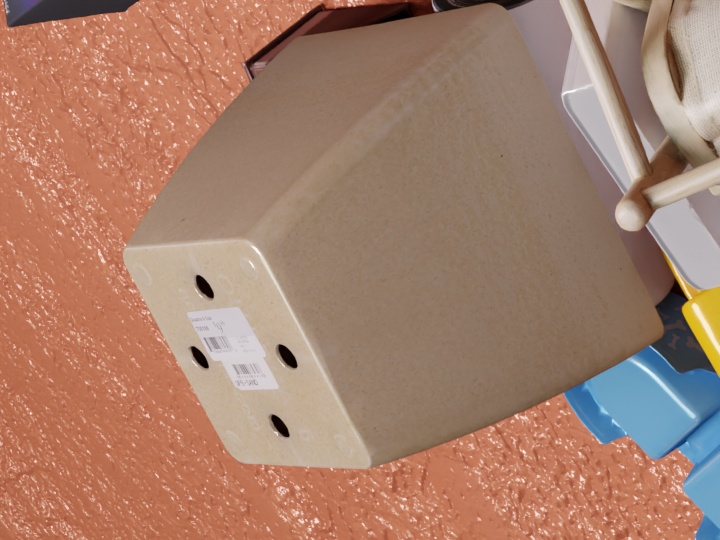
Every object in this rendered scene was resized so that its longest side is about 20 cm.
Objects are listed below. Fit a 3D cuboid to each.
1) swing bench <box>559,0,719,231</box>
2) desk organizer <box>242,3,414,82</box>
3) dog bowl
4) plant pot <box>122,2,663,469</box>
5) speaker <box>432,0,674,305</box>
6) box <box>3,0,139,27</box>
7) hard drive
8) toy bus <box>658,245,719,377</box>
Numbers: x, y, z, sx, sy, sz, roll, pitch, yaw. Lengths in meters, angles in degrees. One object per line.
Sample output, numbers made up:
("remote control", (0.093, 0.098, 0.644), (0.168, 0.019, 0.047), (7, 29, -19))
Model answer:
("swing bench", (0.207, -0.122, 1.135), (0.199, 0.200, 0.130), (-23, 88, 34))
("desk organizer", (0.018, -0.052, 1.589), (0.077, 0.072, 0.200), (0, 122, 46))
("dog bowl", (0.197, 0.091, 1.534), (0.200, 0.050, 0.111), (46, 151, 6))
("plant pot", (0.000, 0.000, 1.428), (0.200, 0.177, 0.200), (-3, 120, 55))
("speaker", (0.105, -0.067, 1.466), (0.081, 0.081, 0.200), (8, 128, 45))
("box", (-0.165, -0.245, 1.509), (0.141, 0.079, 0.200), (168, 92, -75))
("hard drive", (0.144, -0.107, 1.253), (0.027, 0.200, 0.132), (-16, 131, 29))
("toy bus", (0.223, 0.054, 1.391), (0.065, 0.078, 0.200), (-32, 80, 17))
